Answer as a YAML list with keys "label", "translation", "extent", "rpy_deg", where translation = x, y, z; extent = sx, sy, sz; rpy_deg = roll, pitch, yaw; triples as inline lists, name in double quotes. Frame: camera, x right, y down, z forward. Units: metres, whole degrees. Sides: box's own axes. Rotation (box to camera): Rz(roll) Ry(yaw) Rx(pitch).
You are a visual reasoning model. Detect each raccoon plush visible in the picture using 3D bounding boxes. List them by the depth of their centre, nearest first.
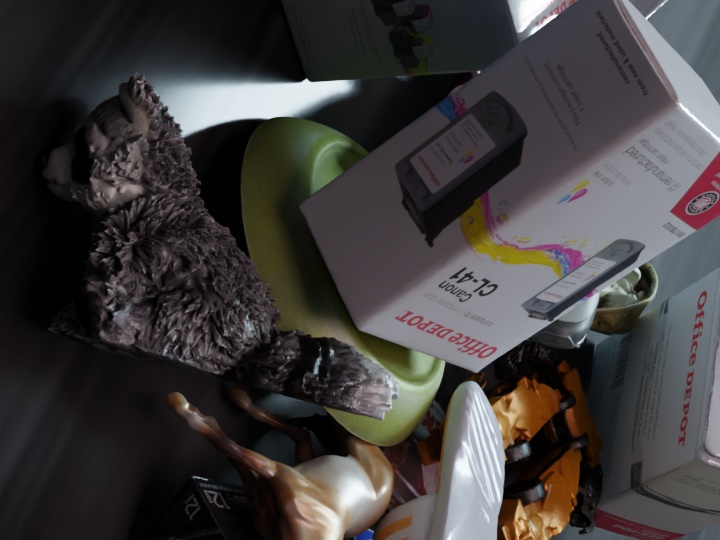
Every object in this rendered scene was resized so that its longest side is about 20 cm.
- label: "raccoon plush"
  translation: [-0.068, -0.013, 0.831]
  extent: [0.199, 0.097, 0.135]
  rpy_deg: [18, 81, -19]

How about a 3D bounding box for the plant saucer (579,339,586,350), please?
- label: "plant saucer"
  translation: [0.103, 0.009, 1.142]
  extent: [0.200, 0.019, 0.070]
  rpy_deg: [15, 80, -52]

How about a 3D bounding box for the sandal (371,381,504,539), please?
- label: "sandal"
  translation: [0.041, 0.153, 0.917]
  extent: [0.079, 0.059, 0.207]
  rpy_deg: [59, 29, -34]

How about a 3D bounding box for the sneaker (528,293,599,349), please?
- label: "sneaker"
  translation: [0.126, -0.041, 1.050]
  extent: [0.074, 0.079, 0.201]
  rpy_deg: [13, 57, -8]

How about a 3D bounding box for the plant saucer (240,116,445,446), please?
- label: "plant saucer"
  translation: [0.000, 0.000, 0.937]
  extent: [0.200, 0.031, 0.201]
  rpy_deg: [45, 33, -41]

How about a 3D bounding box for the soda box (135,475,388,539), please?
- label: "soda box"
  translation: [-0.033, 0.173, 0.921]
  extent: [0.063, 0.071, 0.200]
  rpy_deg: [-48, 143, 18]

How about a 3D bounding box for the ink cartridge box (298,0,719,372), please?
- label: "ink cartridge box"
  translation: [0.093, -0.040, 0.865]
  extent: [0.147, 0.200, 0.086]
  rpy_deg: [23, 35, -57]

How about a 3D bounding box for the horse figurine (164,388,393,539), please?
- label: "horse figurine"
  translation: [-0.032, 0.110, 0.882]
  extent: [0.133, 0.050, 0.200]
  rpy_deg: [46, 19, 11]

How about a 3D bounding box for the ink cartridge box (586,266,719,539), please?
- label: "ink cartridge box"
  translation: [0.233, 0.098, 1.147]
  extent: [0.084, 0.200, 0.146]
  rpy_deg: [18, 67, -11]

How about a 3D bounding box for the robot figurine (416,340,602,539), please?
- label: "robot figurine"
  translation: [0.107, 0.118, 1.084]
  extent: [0.200, 0.058, 0.146]
  rpy_deg: [-26, 98, -65]

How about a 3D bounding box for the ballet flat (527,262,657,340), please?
- label: "ballet flat"
  translation: [0.144, 0.008, 1.122]
  extent: [0.200, 0.070, 0.071]
  rpy_deg: [5, 88, -54]

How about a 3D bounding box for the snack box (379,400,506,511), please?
- label: "snack box"
  translation: [0.062, 0.155, 1.090]
  extent: [0.200, 0.024, 0.072]
  rpy_deg: [51, 51, -39]

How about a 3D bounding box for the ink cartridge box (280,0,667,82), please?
- label: "ink cartridge box"
  translation: [0.067, -0.164, 0.943]
  extent: [0.115, 0.199, 0.068]
  rpy_deg: [-40, 122, -43]

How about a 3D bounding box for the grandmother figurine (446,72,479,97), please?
- label: "grandmother figurine"
  translation: [0.070, -0.098, 1.036]
  extent: [0.200, 0.060, 0.122]
  rpy_deg: [-59, 149, -54]
